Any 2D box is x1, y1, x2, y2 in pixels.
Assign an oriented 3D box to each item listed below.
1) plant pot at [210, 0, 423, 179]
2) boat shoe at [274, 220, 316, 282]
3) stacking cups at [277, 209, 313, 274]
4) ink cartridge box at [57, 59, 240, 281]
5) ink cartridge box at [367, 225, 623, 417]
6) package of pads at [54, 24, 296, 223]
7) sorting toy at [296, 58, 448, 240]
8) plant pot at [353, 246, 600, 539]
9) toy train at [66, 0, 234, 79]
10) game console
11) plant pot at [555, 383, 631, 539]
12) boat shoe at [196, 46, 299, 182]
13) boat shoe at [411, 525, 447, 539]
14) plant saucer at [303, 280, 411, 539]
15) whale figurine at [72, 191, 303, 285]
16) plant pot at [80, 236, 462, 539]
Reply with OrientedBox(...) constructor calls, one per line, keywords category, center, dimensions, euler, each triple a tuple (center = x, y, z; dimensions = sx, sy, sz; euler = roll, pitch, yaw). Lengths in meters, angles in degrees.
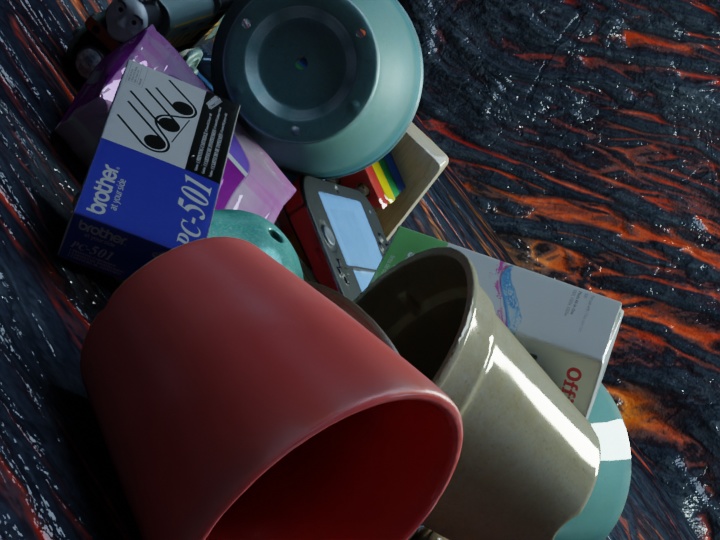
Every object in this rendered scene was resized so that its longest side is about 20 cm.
OrientedBox(category="plant pot", center=(-0.044, -0.177, 1.402), dimensions=(0.201, 0.199, 0.188), euler=(53, 5, -3))
OrientedBox(category="boat shoe", center=(-0.109, -0.035, 1.433), dimensions=(0.201, 0.074, 0.068), euler=(62, -20, 2))
OrientedBox(category="stacking cups", center=(-0.045, 0.006, 1.519), dimensions=(0.201, 0.060, 0.061), euler=(59, 9, -19))
OrientedBox(category="ink cartridge box", center=(-0.148, -0.069, 1.149), dimensions=(0.093, 0.044, 0.201), euler=(21, 37, -11))
OrientedBox(category="ink cartridge box", center=(0.100, 0.070, 1.309), dimensions=(0.198, 0.146, 0.088), euler=(18, 41, 8))
OrientedBox(category="package of pads", center=(-0.150, -0.089, 1.315), dimensions=(0.200, 0.075, 0.121), euler=(49, 39, -21))
OrientedBox(category="sorting toy", center=(-0.039, -0.110, 1.667), dimensions=(0.199, 0.200, 0.070), euler=(44, 46, 5))
OrientedBox(category="plant pot", center=(0.073, 0.118, 1.191), dimensions=(0.183, 0.200, 0.201), euler=(40, 16, -23))
OrientedBox(category="toy train", center=(-0.187, -0.225, 1.461), dimensions=(0.085, 0.114, 0.200), euler=(44, 27, 5))
OrientedBox(category="game console", center=(0.000, 0.000, 1.492), dimensions=(0.178, 0.031, 0.200), euler=(64, 17, 12))
OrientedBox(category="plant pot", center=(0.120, 0.176, 1.449), dimensions=(0.160, 0.201, 0.201), euler=(1, 50, -50))
OrientedBox(category="boat shoe", center=(-0.103, -0.158, 1.586), dimensions=(0.200, 0.069, 0.084), euler=(43, -21, 2))
OrientedBox(category="boat shoe", center=(0.035, 0.230, 1.255), dimensions=(0.073, 0.072, 0.200), euler=(61, 22, 11))
OrientedBox(category="plant saucer", center=(-0.033, 0.107, 1.078), dimensions=(0.029, 0.200, 0.201), euler=(-20, 71, -44))
OrientedBox(category="whale figurine", center=(-0.122, -0.008, 1.196), dimensions=(0.200, 0.104, 0.160), euler=(34, 22, -41))
OrientedBox(category="plant pot", center=(-0.068, 0.088, 0.958), dimensions=(0.178, 0.200, 0.200), euler=(48, 7, 32))
